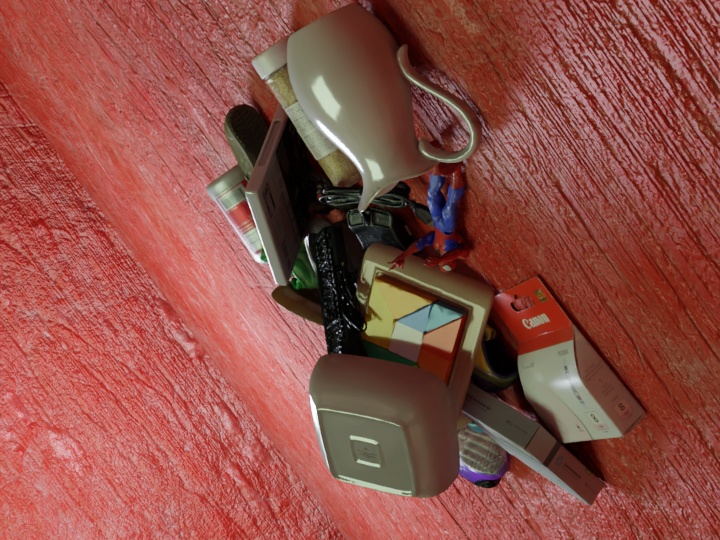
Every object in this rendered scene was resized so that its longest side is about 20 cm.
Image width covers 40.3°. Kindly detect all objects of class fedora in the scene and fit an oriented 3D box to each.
[{"bbox_3d":[0.000,0.000,1.434,0.200,0.090,0.177,56,161,19],"label":"fedora"}]

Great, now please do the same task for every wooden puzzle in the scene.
[{"bbox_3d":[0.063,0.086,1.272,0.184,0.037,0.201,22,107,23],"label":"wooden puzzle"}]

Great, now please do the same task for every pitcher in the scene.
[{"bbox_3d":[0.024,-0.185,1.037,0.171,0.121,0.201,-22,102,29],"label":"pitcher"}]

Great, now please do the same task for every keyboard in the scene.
[{"bbox_3d":[-0.039,0.033,1.311,0.104,0.039,0.201,-33,61,52],"label":"keyboard"}]

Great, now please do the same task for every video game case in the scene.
[{"bbox_3d":[-0.108,-0.110,1.391,0.023,0.183,0.201,5,143,15],"label":"video game case"}]

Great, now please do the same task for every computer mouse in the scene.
[{"bbox_3d":[0.049,-0.063,1.276,0.140,0.046,0.200,0,150,32],"label":"computer mouse"}]

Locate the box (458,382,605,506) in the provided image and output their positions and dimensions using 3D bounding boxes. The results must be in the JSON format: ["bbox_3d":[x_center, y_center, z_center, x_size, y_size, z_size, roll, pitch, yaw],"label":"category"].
[{"bbox_3d":[0.219,0.228,1.308,0.156,0.041,0.200,28,169,49],"label":"box"}]

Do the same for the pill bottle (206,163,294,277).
[{"bbox_3d":[-0.154,-0.085,1.613,0.201,0.112,0.112,56,161,-9],"label":"pill bottle"}]

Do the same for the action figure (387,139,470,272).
[{"bbox_3d":[0.080,-0.049,1.160,0.065,0.099,0.200,40,160,33],"label":"action figure"}]

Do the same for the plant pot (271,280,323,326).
[{"bbox_3d":[-0.046,0.057,1.580,0.199,0.028,0.200,18,-170,-3],"label":"plant pot"}]

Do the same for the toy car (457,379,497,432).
[{"bbox_3d":[0.079,0.148,1.431,0.184,0.177,0.201,39,-160,-47],"label":"toy car"}]

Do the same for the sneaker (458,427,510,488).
[{"bbox_3d":[0.200,0.310,1.574,0.100,0.070,0.200,50,166,-14],"label":"sneaker"}]

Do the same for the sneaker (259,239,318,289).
[{"bbox_3d":[-0.070,-0.001,1.550,0.199,0.084,0.074,27,175,-9],"label":"sneaker"}]

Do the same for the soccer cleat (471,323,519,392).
[{"bbox_3d":[0.140,0.072,1.300,0.201,0.065,0.084,53,144,2],"label":"soccer cleat"}]

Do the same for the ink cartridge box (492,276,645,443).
[{"bbox_3d":[0.228,0.114,1.175,0.200,0.057,0.163,48,162,-1],"label":"ink cartridge box"}]

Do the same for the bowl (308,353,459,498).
[{"bbox_3d":[0.021,0.212,1.268,0.199,0.075,0.201,9,127,27],"label":"bowl"}]

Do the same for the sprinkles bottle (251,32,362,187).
[{"bbox_3d":[-0.057,-0.200,1.246,0.201,0.068,0.068,57,161,-12],"label":"sprinkles bottle"}]

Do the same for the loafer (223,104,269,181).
[{"bbox_3d":[-0.148,-0.165,1.526,0.201,0.076,0.067,64,163,-11],"label":"loafer"}]

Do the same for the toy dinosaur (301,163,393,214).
[{"bbox_3d":[-0.033,-0.108,1.381,0.088,0.048,0.200,32,168,-29],"label":"toy dinosaur"}]
